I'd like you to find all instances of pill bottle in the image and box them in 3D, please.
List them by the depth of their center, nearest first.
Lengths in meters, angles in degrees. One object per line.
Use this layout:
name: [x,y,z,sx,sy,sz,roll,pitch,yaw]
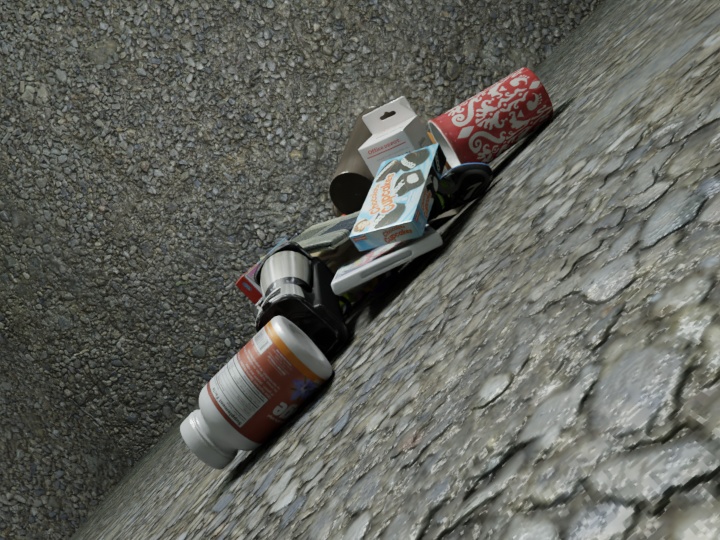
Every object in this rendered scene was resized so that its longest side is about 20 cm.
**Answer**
pill bottle: [-0.143,0.167,0.845,0.200,0.112,0.112,-45,4,1]

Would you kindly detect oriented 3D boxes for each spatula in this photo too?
spatula: [0.054,0.005,1.131,0.057,0.021,0.200,-45,3,19]

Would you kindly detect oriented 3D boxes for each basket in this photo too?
basket: [0.019,-0.209,1.293,0.201,0.135,0.181,-66,-23,-43]

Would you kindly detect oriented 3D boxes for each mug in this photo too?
mug: [0.243,-0.283,1.188,0.199,0.134,0.178,-33,17,5]

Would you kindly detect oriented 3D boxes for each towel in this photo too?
towel: [-0.068,-0.062,1.190,0.199,0.035,0.192,-12,18,39]

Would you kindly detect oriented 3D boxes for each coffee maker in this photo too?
coffee maker: [-0.081,0.066,1.031,0.200,0.191,0.135,-106,38,-62]

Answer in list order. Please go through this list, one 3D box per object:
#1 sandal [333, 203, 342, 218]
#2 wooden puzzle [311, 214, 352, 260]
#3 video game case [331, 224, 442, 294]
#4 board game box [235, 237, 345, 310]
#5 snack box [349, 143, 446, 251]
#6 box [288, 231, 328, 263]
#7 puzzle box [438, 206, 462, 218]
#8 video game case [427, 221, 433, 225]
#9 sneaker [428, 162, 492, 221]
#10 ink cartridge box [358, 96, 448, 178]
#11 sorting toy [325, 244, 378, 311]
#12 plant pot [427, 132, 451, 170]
sandal: [0.013,-0.102,1.492,0.082,0.200,0.055,-43,30,-8]
wooden puzzle: [-0.041,-0.081,1.336,0.185,0.037,0.199,-45,15,-32]
video game case: [0.042,-0.023,1.039,0.181,0.023,0.200,-26,6,5]
board game box: [-0.133,0.051,1.267,0.040,0.200,0.153,-40,6,44]
snack box: [0.064,-0.120,1.013,0.115,0.037,0.201,-13,38,33]
box: [-0.153,-0.002,1.658,0.197,0.118,0.200,-42,-10,23]
puzzle box: [0.138,-0.137,1.250,0.199,0.026,0.133,-12,28,46]
video game case: [0.159,-0.130,1.415,0.200,0.023,0.182,-44,5,14]
sneaker: [0.137,-0.121,1.062,0.198,0.071,0.083,-23,24,-4]
ink cartridge box: [0.078,-0.208,1.169,0.116,0.201,0.068,-16,25,41]
sorting toy: [0.000,0.000,1.242,0.180,0.107,0.200,-32,12,40]
plant pot: [0.140,-0.234,1.590,0.200,0.199,0.141,-37,25,61]
